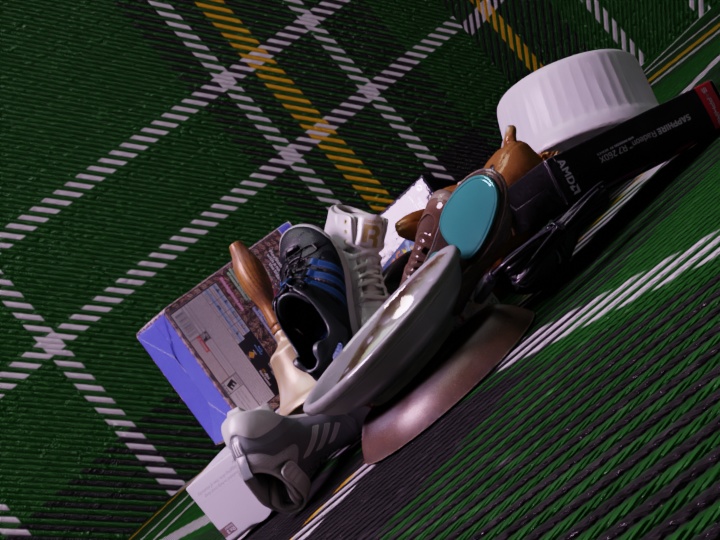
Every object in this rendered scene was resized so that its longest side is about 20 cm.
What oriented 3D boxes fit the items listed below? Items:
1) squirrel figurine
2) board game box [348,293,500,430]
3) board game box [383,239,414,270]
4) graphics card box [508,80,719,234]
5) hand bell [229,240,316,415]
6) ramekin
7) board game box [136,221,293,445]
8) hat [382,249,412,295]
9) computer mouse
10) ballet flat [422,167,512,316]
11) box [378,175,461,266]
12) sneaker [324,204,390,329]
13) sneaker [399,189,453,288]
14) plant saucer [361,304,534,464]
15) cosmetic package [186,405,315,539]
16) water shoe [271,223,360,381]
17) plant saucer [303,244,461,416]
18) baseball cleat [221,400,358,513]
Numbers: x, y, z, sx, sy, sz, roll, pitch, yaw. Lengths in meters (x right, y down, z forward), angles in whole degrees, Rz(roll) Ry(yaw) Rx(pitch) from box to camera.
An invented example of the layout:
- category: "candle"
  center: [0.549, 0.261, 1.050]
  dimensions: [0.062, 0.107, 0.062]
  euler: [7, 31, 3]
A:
- category: "squirrel figurine"
  center: [0.166, -0.082, 1.285]
  dimensions: [0.199, 0.142, 0.187]
  euler: [-28, -21, -31]
- category: "board game box"
  center: [0.053, 0.101, 1.252]
  dimensions: [0.200, 0.035, 0.126]
  euler: [-42, 0, 35]
- category: "board game box"
  center: [0.099, -0.013, 1.496]
  dimensions: [0.135, 0.035, 0.200]
  euler: [-1, -40, -43]
- category: "graphics card box"
  center: [0.244, -0.108, 1.131]
  dimensions: [0.199, 0.051, 0.125]
  euler: [-25, -4, -18]
- category: "hand bell"
  center: [-0.087, 0.055, 1.249]
  dimensions: [0.104, 0.201, 0.104]
  euler: [-27, -15, -8]
- category: "ramekin"
  center: [0.261, -0.182, 1.406]
  dimensions: [0.199, 0.099, 0.201]
  euler: [-16, -14, -4]
- category: "board game box"
  center: [-0.123, 0.071, 1.337]
  dimensions: [0.200, 0.160, 0.097]
  euler: [-37, 3, -34]
- category: "hat"
  center: [0.053, 0.030, 1.404]
  dimensions: [0.200, 0.081, 0.201]
  euler: [-43, -3, -3]
- category: "computer mouse"
  center: [0.151, 0.002, 1.053]
  dimensions: [0.140, 0.046, 0.200]
  euler: [-38, -5, -20]
- category: "ballet flat"
  center: [0.103, -0.024, 1.111]
  dimensions: [0.067, 0.068, 0.201]
  euler: [-13, -33, -38]
- category: "box"
  center: [0.087, -0.025, 1.674]
  dimensions: [0.198, 0.124, 0.200]
  euler: [-42, -17, 20]
- category: "sneaker"
  center: [0.000, 0.000, 1.241]
  dimensions: [0.200, 0.073, 0.116]
  euler: [49, 129, 54]
- category: "sneaker"
  center: [0.079, -0.001, 1.199]
  dimensions: [0.076, 0.070, 0.201]
  euler: [-58, -14, -27]
- category: "plant saucer"
  center: [0.070, 0.093, 1.037]
  dimensions: [0.200, 0.032, 0.200]
  euler: [-43, 1, 1]
- category: "cosmetic package"
  center: [-0.097, 0.204, 1.300]
  dimensions: [0.113, 0.081, 0.200]
  euler: [-39, 0, 20]
- category: "water shoe"
  center: [-0.051, 0.023, 1.185]
  dimensions: [0.071, 0.201, 0.079]
  euler: [-38, -38, 21]
- category: "plant saucer"
  center: [0.032, 0.065, 1.041]
  dimensions: [0.200, 0.050, 0.200]
  euler: [-48, 4, 4]
- category: "baseball cleat"
  center: [-0.062, 0.185, 1.138]
  dimensions: [0.069, 0.107, 0.199]
  euler: [-30, -24, 29]
